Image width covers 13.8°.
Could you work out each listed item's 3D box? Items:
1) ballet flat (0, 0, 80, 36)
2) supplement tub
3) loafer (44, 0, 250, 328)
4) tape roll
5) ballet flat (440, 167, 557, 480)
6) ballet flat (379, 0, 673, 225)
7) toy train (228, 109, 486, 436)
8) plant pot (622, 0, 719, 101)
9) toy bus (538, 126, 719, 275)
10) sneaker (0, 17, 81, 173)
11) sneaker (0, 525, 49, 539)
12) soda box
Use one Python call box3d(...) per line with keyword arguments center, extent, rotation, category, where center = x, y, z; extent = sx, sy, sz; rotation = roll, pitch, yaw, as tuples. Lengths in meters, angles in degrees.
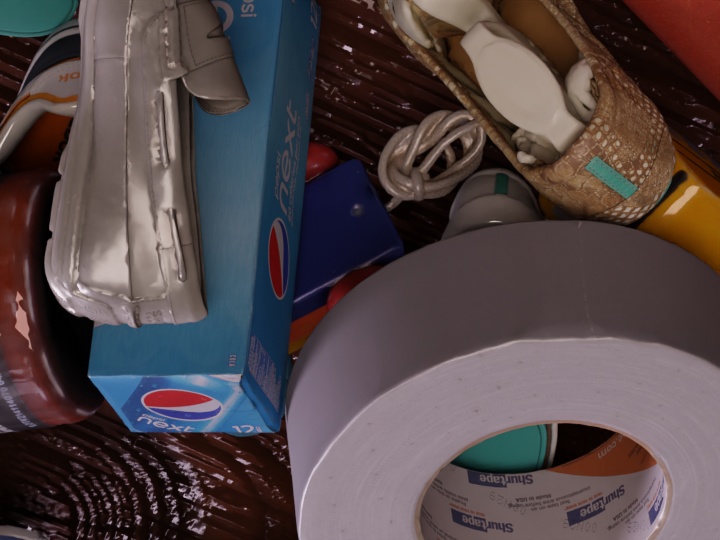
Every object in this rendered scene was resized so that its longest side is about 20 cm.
box3d(center=(-0.205, -0.159, 1.266), extent=(0.199, 0.065, 0.071), rotation=(23, 114, -38), category="ballet flat")
box3d(center=(-0.207, 0.022, 1.232), extent=(0.199, 0.107, 0.108), rotation=(-8, 108, 15), category="supplement tub")
box3d(center=(-0.076, -0.078, 1.170), extent=(0.069, 0.070, 0.201), rotation=(7, 91, 5), category="loafer")
box3d(center=(0.070, 0.073, 1.212), extent=(0.199, 0.066, 0.201), rotation=(-4, 136, -4), category="tape roll")
box3d(center=(0.053, 0.040, 1.277), extent=(0.069, 0.070, 0.201), rotation=(5, 130, -1), category="ballet flat")
box3d(center=(0.056, -0.098, 1.222), extent=(0.071, 0.200, 0.065), rotation=(-50, 143, 10), category="ballet flat")
box3d(center=(0.000, 0.000, 1.306), extent=(0.199, 0.116, 0.085), rotation=(-28, 63, 0), category="toy train")
box3d(center=(0.184, -0.147, 1.214), extent=(0.200, 0.201, 0.195), rotation=(-37, 112, 12), category="plant pot")
box3d(center=(0.166, 0.007, 1.288), extent=(0.065, 0.078, 0.200), rotation=(-46, 136, 13), category="toy bus")
box3d(center=(-0.145, -0.009, 1.307), extent=(0.078, 0.080, 0.201), rotation=(15, 116, -6), category="sneaker")
box3d(center=(-0.178, 0.221, 1.344), extent=(0.080, 0.115, 0.200), rotation=(18, 131, 19), category="sneaker")
box3d(center=(-0.063, -0.036, 1.237), extent=(0.067, 0.064, 0.201), rotation=(-1, 65, 13), category="soda box")
